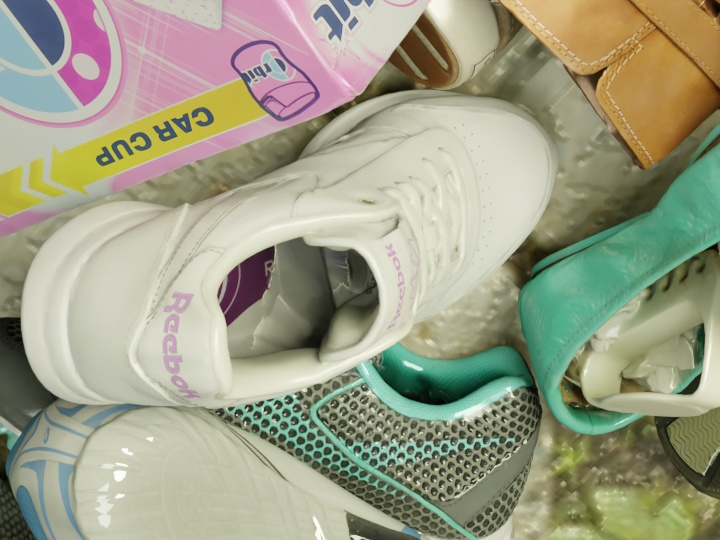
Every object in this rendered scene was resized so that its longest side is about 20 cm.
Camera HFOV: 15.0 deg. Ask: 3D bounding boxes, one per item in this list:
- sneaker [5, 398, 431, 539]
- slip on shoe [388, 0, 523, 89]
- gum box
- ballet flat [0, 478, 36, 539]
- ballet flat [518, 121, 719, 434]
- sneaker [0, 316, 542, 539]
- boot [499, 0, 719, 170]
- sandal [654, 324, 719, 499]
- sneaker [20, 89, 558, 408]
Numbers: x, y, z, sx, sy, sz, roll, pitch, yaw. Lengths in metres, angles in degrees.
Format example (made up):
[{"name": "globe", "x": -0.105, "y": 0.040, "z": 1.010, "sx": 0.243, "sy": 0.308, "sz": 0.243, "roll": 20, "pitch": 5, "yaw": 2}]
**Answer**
[{"name": "sneaker", "x": -0.027, "y": 0.097, "z": 0.866, "sx": 0.200, "sy": 0.072, "sz": 0.072, "roll": 38, "pitch": 79, "yaw": -31}, {"name": "slip on shoe", "x": -0.016, "y": -0.147, "z": 0.813, "sx": 0.061, "sy": 0.076, "sz": 0.200, "roll": -44, "pitch": 100, "yaw": -17}, {"name": "gum box", "x": -0.087, "y": -0.086, "z": 0.807, "sx": 0.199, "sy": 0.066, "sz": 0.114, "roll": -18, "pitch": 117, "yaw": 43}, {"name": "ballet flat", "x": -0.159, "y": 0.072, "z": 0.932, "sx": 0.072, "sy": 0.072, "sz": 0.201, "roll": -9, "pitch": 117, "yaw": 11}, {"name": "ballet flat", "x": 0.115, "y": 0.001, "z": 0.822, "sx": 0.067, "sy": 0.071, "sz": 0.200, "roll": 3, "pitch": 156, "yaw": -28}, {"name": "sneaker", "x": -0.030, "y": 0.038, "z": 0.905, "sx": 0.199, "sy": 0.078, "sz": 0.092, "roll": 16, "pitch": 115, "yaw": -13}, {"name": "boot", "x": 0.088, "y": -0.138, "z": 0.781, "sx": 0.155, "sy": 0.077, "sz": 0.200, "roll": -37, "pitch": 121, "yaw": 5}, {"name": "sandal", "x": 0.193, "y": 0.024, "z": 0.880, "sx": 0.200, "sy": 0.080, "sz": 0.057, "roll": -15, "pitch": 160, "yaw": 22}, {"name": "sneaker", "x": 0.000, "y": 0.000, "z": 0.815, "sx": 0.099, "sy": 0.199, "sz": 0.075, "roll": 8, "pitch": 115, "yaw": 46}]
